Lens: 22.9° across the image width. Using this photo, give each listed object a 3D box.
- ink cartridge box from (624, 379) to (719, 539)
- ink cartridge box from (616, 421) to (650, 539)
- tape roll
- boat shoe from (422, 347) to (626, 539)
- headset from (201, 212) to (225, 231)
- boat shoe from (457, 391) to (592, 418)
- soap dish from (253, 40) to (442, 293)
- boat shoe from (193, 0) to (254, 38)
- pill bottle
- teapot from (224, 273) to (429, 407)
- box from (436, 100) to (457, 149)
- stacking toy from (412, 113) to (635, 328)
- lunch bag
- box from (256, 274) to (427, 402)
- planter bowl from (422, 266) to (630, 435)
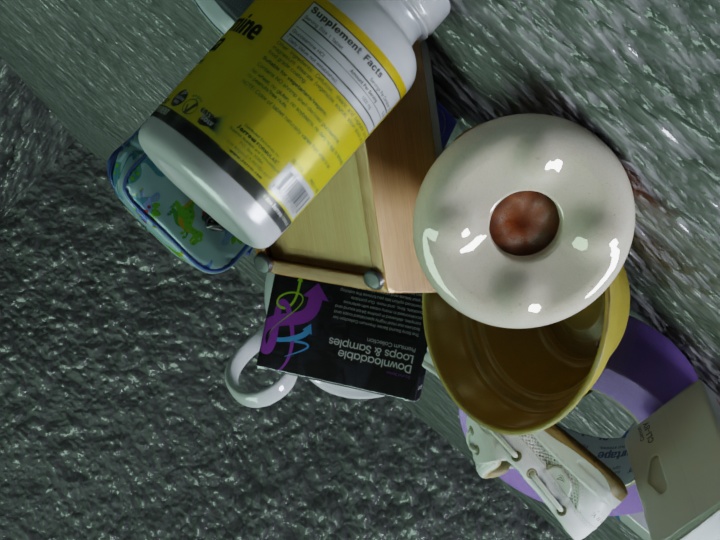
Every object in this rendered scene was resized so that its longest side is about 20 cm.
[{"bbox_3d":[0.312,0.201,1.393,0.200,0.083,0.145,38,-157,-25],"label":"ink cartridge box"},{"bbox_3d":[0.317,0.217,1.606,0.200,0.116,0.067,40,172,19],"label":"ink cartridge box"},{"bbox_3d":[0.187,0.119,1.505,0.200,0.066,0.200,15,138,14],"label":"tape roll"},{"bbox_3d":[0.114,0.133,1.401,0.200,0.069,0.071,41,-176,24],"label":"boat shoe"},{"bbox_3d":[-0.096,-0.093,1.605,0.200,0.094,0.124,-97,6,-56],"label":"headset"},{"bbox_3d":[0.156,0.124,1.666,0.200,0.063,0.073,-17,-109,-47],"label":"boat shoe"},{"bbox_3d":[-0.018,-0.079,1.295,0.157,0.081,0.200,10,118,38],"label":"soap dish"},{"bbox_3d":[-0.064,-0.168,1.442,0.200,0.072,0.062,40,131,-2],"label":"boat shoe"},{"bbox_3d":[-0.038,-0.121,1.132,0.112,0.200,0.112,40,172,7],"label":"pill bottle"},{"bbox_3d":[-0.001,0.046,1.590,0.197,0.200,0.146,17,-142,-10],"label":"teapot"},{"bbox_3d":[-0.019,-0.123,1.392,0.200,0.042,0.119,-20,124,43],"label":"box"},{"bbox_3d":[0.100,-0.059,1.226,0.146,0.146,0.200,44,-168,-18],"label":"stacking toy"},{"bbox_3d":[-0.136,-0.106,1.745,0.161,0.200,0.082,44,173,-26],"label":"lunch bag"},{"bbox_3d":[0.000,0.000,1.503,0.143,0.200,0.036,12,-179,13],"label":"box"},{"bbox_3d":[0.141,0.022,1.334,0.083,0.201,0.200,2,-158,-39],"label":"planter bowl"}]
